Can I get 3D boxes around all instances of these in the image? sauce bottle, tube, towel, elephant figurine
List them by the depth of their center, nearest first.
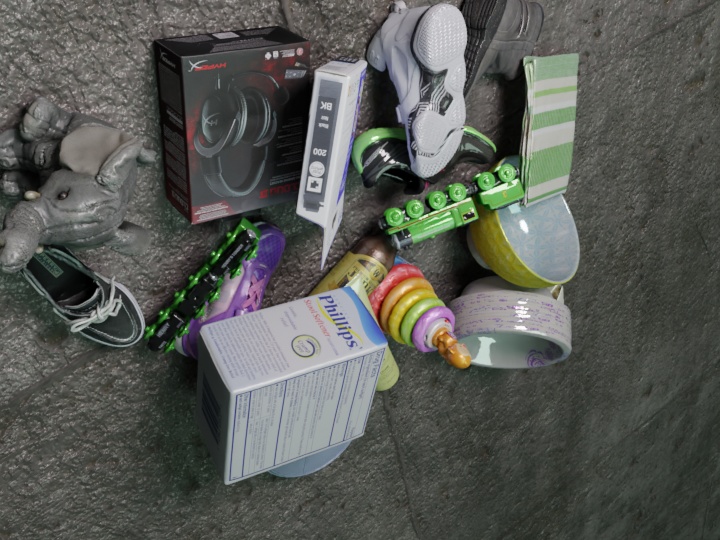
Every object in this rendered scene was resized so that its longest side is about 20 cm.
[{"bbox_3d":[-0.254,-0.065,0.727,0.155,0.200,0.142,-46,135,-5],"label":"elephant figurine"},{"bbox_3d":[0.001,0.091,1.061,0.201,0.051,0.059,64,29,-46],"label":"tube"},{"bbox_3d":[0.000,0.000,1.071,0.200,0.065,0.065,-49,136,-3],"label":"sauce bottle"},{"bbox_3d":[0.265,-0.200,1.114,0.152,0.023,0.203,-20,115,-48],"label":"towel"}]

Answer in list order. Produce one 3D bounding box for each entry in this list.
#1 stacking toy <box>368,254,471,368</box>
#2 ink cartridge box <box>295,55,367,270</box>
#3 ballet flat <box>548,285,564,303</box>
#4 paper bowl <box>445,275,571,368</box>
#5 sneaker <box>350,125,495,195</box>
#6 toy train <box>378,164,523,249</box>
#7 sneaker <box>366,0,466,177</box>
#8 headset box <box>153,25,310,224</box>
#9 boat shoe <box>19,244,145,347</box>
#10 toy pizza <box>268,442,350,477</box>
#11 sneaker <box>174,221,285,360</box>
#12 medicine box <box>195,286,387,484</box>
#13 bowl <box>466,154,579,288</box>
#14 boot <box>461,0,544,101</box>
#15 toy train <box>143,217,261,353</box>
[{"bbox_3d":[0.086,0.072,1.087,0.116,0.200,0.110,31,97,-44],"label":"stacking toy"},{"bbox_3d":[-0.034,-0.128,0.875,0.043,0.198,0.203,9,109,2],"label":"ink cartridge box"},{"bbox_3d":[0.308,0.040,1.342,0.199,0.068,0.068,29,95,-46],"label":"ballet flat"},{"bbox_3d":[0.227,0.078,1.226,0.200,0.199,0.106,32,56,-45],"label":"paper bowl"},{"bbox_3d":[0.081,-0.139,1.014,0.197,0.077,0.085,-7,85,-18],"label":"sneaker"},{"bbox_3d":[0.121,-0.083,1.035,0.198,0.042,0.057,-22,96,-4],"label":"toy train"},{"bbox_3d":[0.066,-0.220,0.943,0.074,0.115,0.202,-16,122,-30],"label":"sneaker"},{"bbox_3d":[-0.135,-0.150,0.858,0.147,0.077,0.202,-16,124,-31],"label":"headset box"},{"bbox_3d":[-0.295,0.029,0.849,0.073,0.068,0.200,-38,134,-12],"label":"boat shoe"},{"bbox_3d":[-0.077,0.211,1.161,0.198,0.032,0.203,-16,118,-31],"label":"toy pizza"},{"bbox_3d":[-0.147,0.038,0.961,0.080,0.088,0.201,29,96,-44],"label":"sneaker"},{"bbox_3d":[-0.086,0.137,0.944,0.198,0.103,0.184,-15,139,-26],"label":"medicine box"},{"bbox_3d":[0.221,-0.057,1.163,0.199,0.203,0.107,9,154,-42],"label":"bowl"},{"bbox_3d":[0.168,-0.268,1.035,0.131,0.070,0.201,8,117,-48],"label":"boot"},{"bbox_3d":[-0.184,0.019,0.913,0.042,0.057,0.200,38,111,-17],"label":"toy train"}]
